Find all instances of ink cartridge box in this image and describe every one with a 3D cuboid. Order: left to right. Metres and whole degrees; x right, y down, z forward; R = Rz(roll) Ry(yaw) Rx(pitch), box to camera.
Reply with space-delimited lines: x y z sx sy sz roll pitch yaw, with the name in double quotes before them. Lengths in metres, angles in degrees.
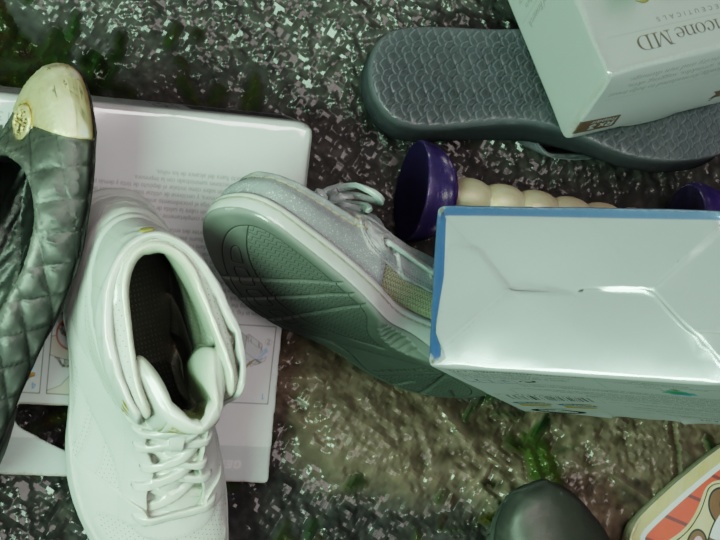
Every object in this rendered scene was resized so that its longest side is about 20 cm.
"ink cartridge box" -0.130 0.006 0.840 0.198 0.044 0.175 4 100 -18
"ink cartridge box" 0.124 0.028 0.843 0.135 0.200 0.077 3 78 21

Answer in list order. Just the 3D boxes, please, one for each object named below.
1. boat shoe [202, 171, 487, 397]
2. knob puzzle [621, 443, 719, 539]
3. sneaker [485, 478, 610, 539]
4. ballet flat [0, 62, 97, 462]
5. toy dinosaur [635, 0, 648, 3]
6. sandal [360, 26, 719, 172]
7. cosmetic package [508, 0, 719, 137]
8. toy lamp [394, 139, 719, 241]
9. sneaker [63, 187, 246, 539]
"boat shoe" 0.002 0.000 0.834 0.201 0.074 0.065 33 62 -45
"knob puzzle" 0.229 0.172 0.938 0.217 0.030 0.222 3 81 -18
"sneaker" 0.121 0.197 0.867 0.075 0.091 0.202 -19 87 -18
"ballet flat" -0.161 0.006 0.770 0.056 0.066 0.202 16 97 -34
"toy dinosaur" 0.118 -0.221 0.869 0.100 0.058 0.202 19 70 -22
"sandal" 0.096 -0.091 0.933 0.198 0.043 0.077 7 70 -12
"cosmetic package" 0.120 -0.178 0.911 0.101 0.074 0.201 -15 70 -19
"toy lamp" 0.119 -0.026 0.918 0.198 0.058 0.059 8 79 -18
"sneaker" -0.089 0.072 0.782 0.073 0.115 0.202 -14 105 -16
